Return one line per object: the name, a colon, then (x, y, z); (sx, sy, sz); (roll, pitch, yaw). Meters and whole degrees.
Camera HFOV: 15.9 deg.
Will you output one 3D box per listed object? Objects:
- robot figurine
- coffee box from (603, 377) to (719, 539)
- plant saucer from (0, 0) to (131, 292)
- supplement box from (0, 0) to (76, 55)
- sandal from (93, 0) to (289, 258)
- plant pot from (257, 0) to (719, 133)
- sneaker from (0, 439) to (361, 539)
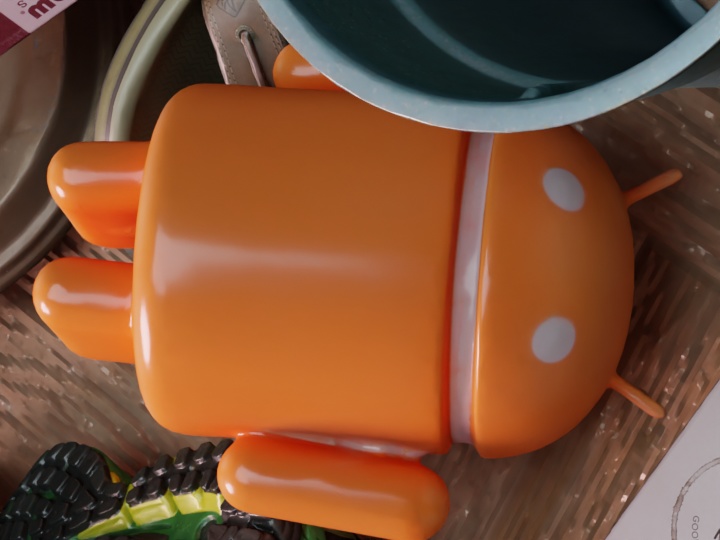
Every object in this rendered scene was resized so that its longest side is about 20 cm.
robot figurine: (0.000, -0.002, 0.823); (0.200, 0.144, 0.117); (5, 128, 6)
coffee box: (0.120, 0.106, 0.760); (0.080, 0.113, 0.200); (43, 113, 27)
plant saucer: (-0.182, -0.077, 0.993); (0.200, 0.029, 0.200); (-5, 78, 21)
supplement box: (-0.138, -0.166, 0.922); (0.109, 0.061, 0.200); (-33, 45, 22)
sandal: (-0.030, -0.085, 0.887); (0.057, 0.080, 0.201); (37, 109, 32)
plant pot: (0.091, -0.134, 0.734); (0.200, 0.196, 0.200); (0, 90, 35)
sneaker: (-0.072, 0.113, 0.915); (0.200, 0.085, 0.078); (-5, 54, 51)
